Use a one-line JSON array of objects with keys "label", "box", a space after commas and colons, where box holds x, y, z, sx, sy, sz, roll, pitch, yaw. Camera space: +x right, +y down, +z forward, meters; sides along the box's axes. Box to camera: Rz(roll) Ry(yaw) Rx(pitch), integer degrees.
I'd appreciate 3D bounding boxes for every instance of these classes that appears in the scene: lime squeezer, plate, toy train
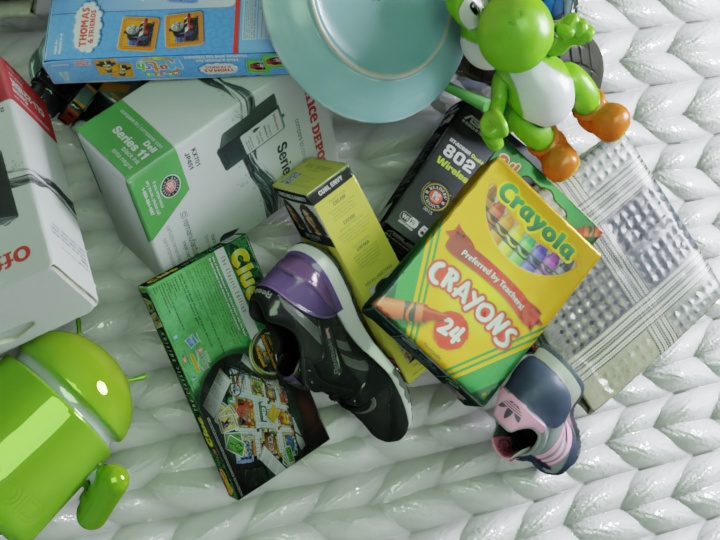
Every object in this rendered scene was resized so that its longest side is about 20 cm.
[{"label": "lime squeezer", "box": [0.139, -0.152, 1.105, 0.198, 0.038, 0.071, 9, 44, -39]}, {"label": "plate", "box": [0.012, -0.219, 0.946, 0.198, 0.025, 0.203, 0, 90, -31]}, {"label": "toy train", "box": [-0.205, -0.201, 1.045, 0.114, 0.085, 0.201, 38, 72, -17]}]

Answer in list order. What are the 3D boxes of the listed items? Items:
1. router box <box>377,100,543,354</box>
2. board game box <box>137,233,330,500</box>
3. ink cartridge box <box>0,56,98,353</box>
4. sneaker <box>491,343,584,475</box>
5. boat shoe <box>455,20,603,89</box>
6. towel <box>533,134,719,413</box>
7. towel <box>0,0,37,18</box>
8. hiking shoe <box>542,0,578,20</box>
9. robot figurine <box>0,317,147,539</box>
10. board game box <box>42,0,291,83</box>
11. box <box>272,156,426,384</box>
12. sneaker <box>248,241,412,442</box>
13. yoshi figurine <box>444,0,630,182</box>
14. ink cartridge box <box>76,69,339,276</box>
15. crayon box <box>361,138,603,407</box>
[{"label": "router box", "box": [0.128, -0.039, 1.123, 0.199, 0.062, 0.151, 36, 71, -8]}, {"label": "board game box", "box": [-0.105, 0.081, 1.014, 0.104, 0.023, 0.202, -28, 106, -27]}, {"label": "ink cartridge box", "box": [-0.303, -0.042, 0.924, 0.143, 0.084, 0.202, -24, 65, 4]}, {"label": "sneaker", "box": [0.145, 0.140, 1.038, 0.082, 0.201, 0.070, -40, 59, -16]}, {"label": "boat shoe", "box": [0.142, -0.199, 1.091, 0.198, 0.074, 0.077, 10, 97, -39]}, {"label": "towel", "box": [0.218, -0.001, 1.091, 0.199, 0.034, 0.194, -36, 94, -22]}, {"label": "towel", "box": [-0.314, -0.302, 1.001, 0.198, 0.035, 0.195, 2, 73, 25]}, {"label": "hiking shoe", "box": [0.165, -0.294, 1.184, 0.085, 0.075, 0.203, 2, 69, -9]}, {"label": "robot figurine", "box": [-0.264, 0.133, 0.943, 0.175, 0.116, 0.200, 39, 71, 6]}, {"label": "board game box", "box": [-0.151, -0.228, 0.970, 0.197, 0.037, 0.153, -1, 66, 3]}, {"label": "box", "box": [0.000, 0.000, 1.035, 0.050, 0.075, 0.201, -37, 116, -18]}, {"label": "sneaker", "box": [-0.032, 0.082, 1.022, 0.088, 0.075, 0.201, -44, 115, -32]}, {"label": "yoshi figurine", "box": [0.142, -0.158, 0.965, 0.200, 0.111, 0.113, 44, 55, -34]}, {"label": "ink cartridge box", "box": [-0.121, -0.104, 1.008, 0.199, 0.147, 0.083, -38, 57, -19]}, {"label": "crayon box", "box": [0.112, -0.003, 1.003, 0.127, 0.051, 0.201, 41, 78, -6]}]
